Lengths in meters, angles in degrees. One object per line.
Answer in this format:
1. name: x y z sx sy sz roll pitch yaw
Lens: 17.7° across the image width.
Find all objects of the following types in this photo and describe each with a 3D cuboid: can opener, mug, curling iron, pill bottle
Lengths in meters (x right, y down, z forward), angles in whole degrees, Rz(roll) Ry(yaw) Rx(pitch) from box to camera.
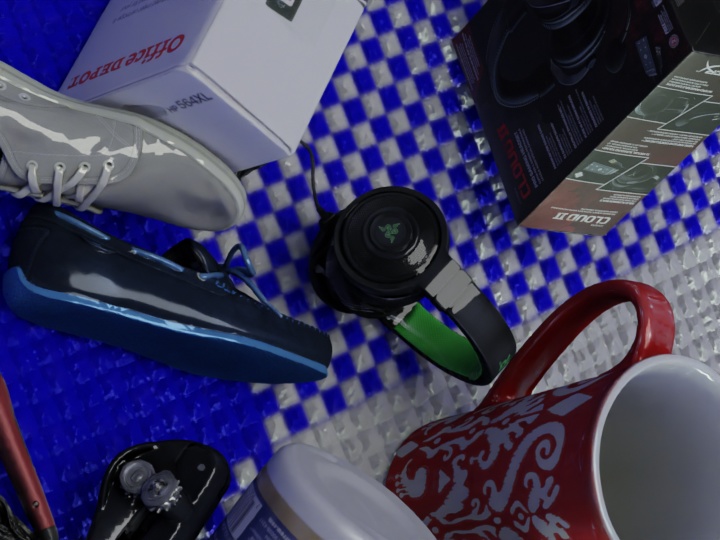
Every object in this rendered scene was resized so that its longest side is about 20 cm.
1. can opener: -0.136 0.170 1.213 0.200 0.063 0.079 -55 151 -25
2. mug: 0.126 0.113 1.353 0.133 0.200 0.178 45 56 -21
3. curling iron: -0.203 0.066 1.216 0.050 0.026 0.200 -15 89 -42
4. pill bottle: -0.054 0.198 1.200 0.111 0.111 0.200 31 102 -29

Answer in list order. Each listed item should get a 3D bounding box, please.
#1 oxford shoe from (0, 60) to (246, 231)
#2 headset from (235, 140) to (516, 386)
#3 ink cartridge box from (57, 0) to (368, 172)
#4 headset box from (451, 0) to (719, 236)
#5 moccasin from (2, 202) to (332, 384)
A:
1. oxford shoe: -0.158 -0.058 1.232 0.200 0.075 0.058 22 50 -14
2. headset: 0.000 0.000 1.343 0.200 0.124 0.094 45 75 -4
3. ink cartridge box: -0.069 -0.150 1.293 0.084 0.146 0.200 40 59 -27
4. headset box: 0.146 -0.127 1.419 0.077 0.200 0.149 6 54 -35
5. moccasin: -0.097 0.011 1.279 0.200 0.080 0.068 21 63 -34
